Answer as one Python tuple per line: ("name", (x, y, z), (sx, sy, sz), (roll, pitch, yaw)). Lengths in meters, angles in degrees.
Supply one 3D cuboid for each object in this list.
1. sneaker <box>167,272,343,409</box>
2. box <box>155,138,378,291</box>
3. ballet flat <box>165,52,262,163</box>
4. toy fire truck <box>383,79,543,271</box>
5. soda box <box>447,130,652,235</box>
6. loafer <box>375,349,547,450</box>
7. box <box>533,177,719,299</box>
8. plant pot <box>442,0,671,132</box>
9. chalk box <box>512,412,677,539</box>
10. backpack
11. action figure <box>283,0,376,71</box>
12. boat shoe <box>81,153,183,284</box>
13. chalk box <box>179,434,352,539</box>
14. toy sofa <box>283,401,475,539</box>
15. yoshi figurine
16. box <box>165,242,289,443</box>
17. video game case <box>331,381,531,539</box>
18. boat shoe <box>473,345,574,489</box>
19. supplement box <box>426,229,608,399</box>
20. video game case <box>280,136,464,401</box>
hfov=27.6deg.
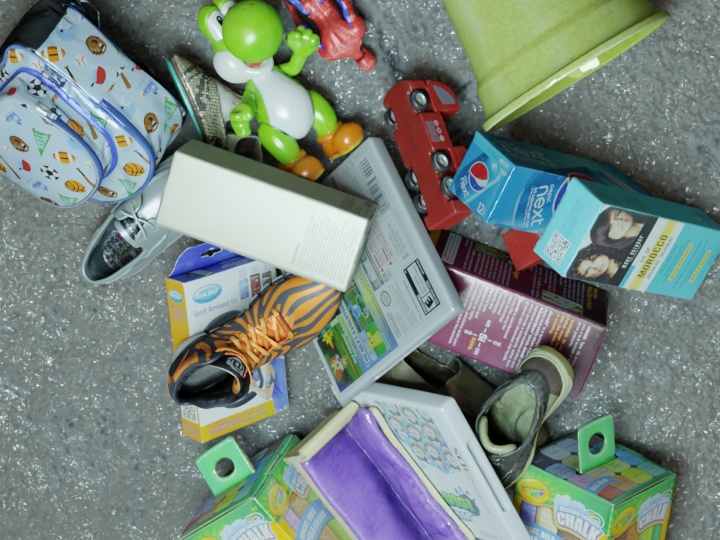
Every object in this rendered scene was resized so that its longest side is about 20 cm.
("sneaker", (-0.101, 0.077, 1.436), (0.199, 0.112, 0.078), (-35, 105, 8))
("box", (-0.090, -0.054, 1.418), (0.199, 0.068, 0.083), (21, 109, 3))
("ballet flat", (-0.142, -0.135, 1.509), (0.075, 0.068, 0.201), (-16, 112, -8))
("toy fire truck", (0.111, -0.096, 1.453), (0.049, 0.140, 0.201), (-31, 73, 45))
("soda box", (0.184, -0.074, 1.406), (0.199, 0.068, 0.064), (8, 117, -40))
("loafer", (0.105, 0.136, 1.544), (0.199, 0.076, 0.068), (17, 116, 3))
("box", (0.264, -0.028, 1.414), (0.199, 0.049, 0.083), (9, 117, -41))
("plant pot", (0.154, -0.258, 1.360), (0.200, 0.200, 0.185), (-32, 89, 17))
("chalk box", (0.238, 0.249, 1.511), (0.123, 0.124, 0.201), (23, 116, 39))
("backpack", (-0.278, -0.153, 1.447), (0.190, 0.155, 0.200), (30, 153, -20))
("action figure", (-0.052, -0.275, 1.450), (0.065, 0.052, 0.200), (-35, 104, 23))
("boat shoe", (-0.222, -0.046, 1.511), (0.070, 0.071, 0.201), (49, 127, 3))
("chalk box", (-0.099, 0.271, 1.576), (0.124, 0.124, 0.200), (-35, 101, 33))
("toy sofa", (0.020, 0.239, 1.519), (0.083, 0.097, 0.200), (-40, 97, -26))
("yoshi figurine", (-0.083, -0.186, 1.440), (0.112, 0.112, 0.200), (-32, 102, 27))
("box", (-0.139, 0.068, 1.542), (0.041, 0.119, 0.201), (18, 118, 46))
("video game case", (0.069, 0.195, 1.503), (0.024, 0.200, 0.183), (-40, 113, -25))
("boat shoe", (0.141, 0.156, 1.443), (0.072, 0.066, 0.201), (44, 133, 20))
("supplement box", (0.144, 0.040, 1.487), (0.199, 0.110, 0.086), (21, 110, 2))
("video game case", (0.000, 0.000, 1.467), (0.182, 0.022, 0.201), (-41, 66, 36))
